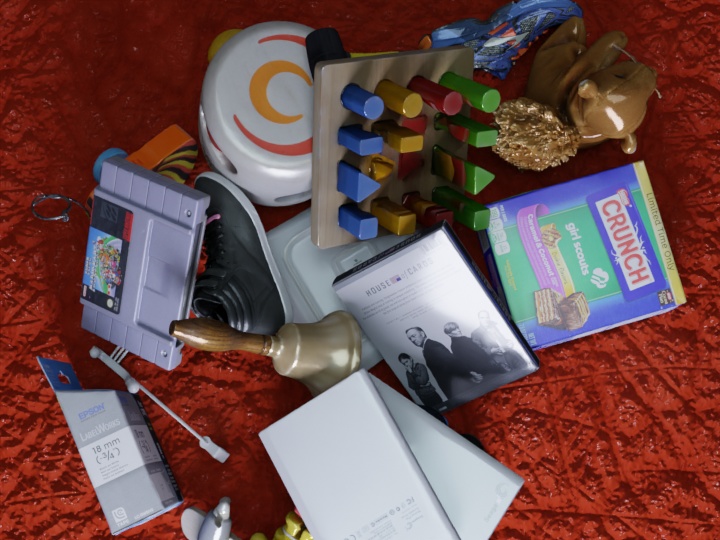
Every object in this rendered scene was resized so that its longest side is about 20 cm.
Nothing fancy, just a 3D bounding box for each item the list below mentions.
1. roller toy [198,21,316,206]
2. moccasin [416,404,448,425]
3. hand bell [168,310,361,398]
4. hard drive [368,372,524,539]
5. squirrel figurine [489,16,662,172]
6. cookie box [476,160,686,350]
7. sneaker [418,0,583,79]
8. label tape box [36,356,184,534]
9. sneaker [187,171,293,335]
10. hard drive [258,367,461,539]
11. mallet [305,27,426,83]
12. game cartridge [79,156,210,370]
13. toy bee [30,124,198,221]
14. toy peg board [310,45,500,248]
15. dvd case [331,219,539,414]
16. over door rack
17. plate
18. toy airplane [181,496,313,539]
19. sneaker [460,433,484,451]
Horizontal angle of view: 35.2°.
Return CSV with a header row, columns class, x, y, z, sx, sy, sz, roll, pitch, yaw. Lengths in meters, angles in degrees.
class,x,y,z,sx,sy,sz,roll,pitch,yaw
roller toy,-0.095,-0.173,1.286,0.197,0.140,0.185,20,74,-6
moccasin,-0.002,0.172,1.254,0.197,0.068,0.082,-9,82,0
hand bell,-0.107,0.075,1.187,0.198,0.104,0.106,14,80,-33
hard drive,0.054,0.218,1.188,0.199,0.026,0.133,33,79,14
squirrel figurine,0.241,-0.171,1.258,0.199,0.187,0.142,-36,109,5
cookie box,0.249,-0.013,1.302,0.197,0.075,0.174,-16,83,-3
sneaker,0.171,-0.269,1.346,0.197,0.075,0.080,-19,92,4
label tape box,-0.266,0.176,1.232,0.063,0.144,0.202,-24,83,-4
sneaker,-0.154,-0.013,1.242,0.099,0.070,0.202,-19,80,-45
hard drive,-0.002,0.222,1.163,0.131,0.025,0.202,-31,76,3
mallet,0.036,-0.222,1.240,0.197,0.041,0.067,1,73,-22
game cartridge,-0.234,-0.007,1.209,0.128,0.038,0.203,20,114,15
toy bee,-0.276,-0.085,1.303,0.197,0.110,0.132,-15,51,-15
toy peg board,0.056,-0.123,1.215,0.197,0.098,0.203,-12,117,-31
dvd case,0.083,0.058,1.243,0.149,0.025,0.201,-27,110,24
over door rack,-0.189,0.096,1.284,0.199,0.067,0.148,38,84,4
plate,0.000,0.000,1.309,0.198,0.032,0.201,-32,79,-7
toy airplane,-0.093,0.332,1.214,0.197,0.141,0.202,-13,74,10
sneaker,0.076,0.268,1.230,0.070,0.090,0.201,35,85,5
